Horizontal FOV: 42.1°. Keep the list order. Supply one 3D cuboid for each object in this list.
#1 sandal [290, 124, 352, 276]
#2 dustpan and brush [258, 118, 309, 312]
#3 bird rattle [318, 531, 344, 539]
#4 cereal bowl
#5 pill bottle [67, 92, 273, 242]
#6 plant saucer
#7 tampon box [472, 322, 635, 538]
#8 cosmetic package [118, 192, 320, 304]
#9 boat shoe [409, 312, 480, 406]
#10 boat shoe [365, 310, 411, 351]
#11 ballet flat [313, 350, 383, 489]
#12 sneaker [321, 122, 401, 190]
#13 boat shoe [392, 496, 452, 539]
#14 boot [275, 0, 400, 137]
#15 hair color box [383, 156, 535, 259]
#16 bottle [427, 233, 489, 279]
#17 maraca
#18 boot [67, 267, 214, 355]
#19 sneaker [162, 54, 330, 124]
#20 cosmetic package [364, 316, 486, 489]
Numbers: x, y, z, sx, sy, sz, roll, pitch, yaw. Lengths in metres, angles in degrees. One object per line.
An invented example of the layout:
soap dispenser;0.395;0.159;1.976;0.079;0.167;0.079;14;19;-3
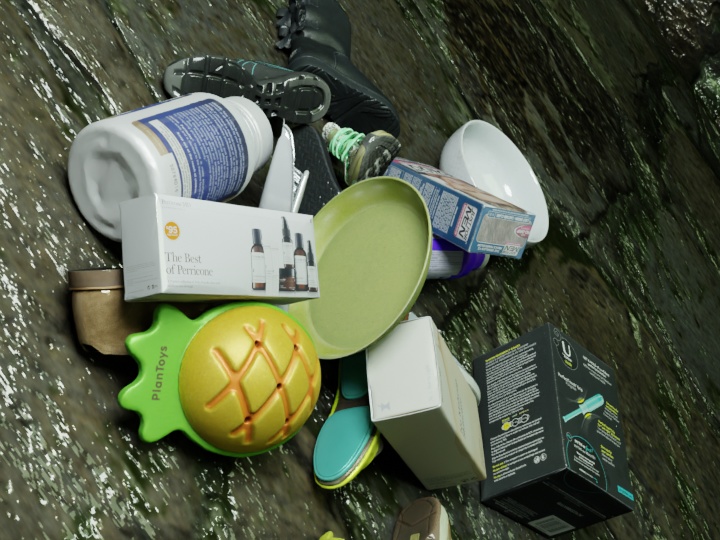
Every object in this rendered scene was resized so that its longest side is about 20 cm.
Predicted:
sandal;-0.043;-0.075;1.067;0.048;0.075;0.202;35;39;-58
dustpan and brush;-0.083;-0.040;0.979;0.057;0.140;0.201;15;81;-4
bird rattle;-0.039;0.320;0.762;0.163;0.112;0.201;42;38;-50
cereal bowl;0.181;-0.112;1.358;0.200;0.083;0.201;31;44;-35
pill bottle;-0.171;-0.107;0.893;0.111;0.111;0.200;58;35;-2
plant saucer;0.000;0.000;0.951;0.031;0.199;0.201;31;43;-40
tampon box;0.235;0.199;1.159;0.150;0.126;0.201;34;41;-32
cosmetic package;-0.116;-0.015;0.821;0.199;0.050;0.083;3;77;-54
boat shoe;0.068;0.088;1.083;0.200;0.070;0.072;39;43;-23
boat shoe;0.028;-0.006;1.024;0.071;0.068;0.201;7;48;-19
ballet flat;0.001;0.152;0.965;0.201;0.066;0.067;-78;148;-46
sneaker;-0.014;-0.134;1.085;0.089;0.200;0.077;42;81;-1
boat shoe;0.061;0.316;0.913;0.076;0.071;0.200;59;33;-21
boot;-0.027;-0.271;1.232;0.198;0.073;0.163;29;42;-35
hair color box;0.107;-0.081;1.156;0.100;0.061;0.200;5;19;-42
bottle;0.092;-0.022;1.182;0.199;0.083;0.066;-1;100;-52
maraca;-0.117;0.094;0.817;0.199;0.107;0.138;9;83;-40
boot;-0.174;0.032;0.844;0.199;0.073;0.076;-5;93;-52
sneaker;-0.134;-0.202;1.057;0.199;0.076;0.079;4;18;-35
cosmetic package;0.071;0.143;0.976;0.200;0.073;0.104;58;23;-54
